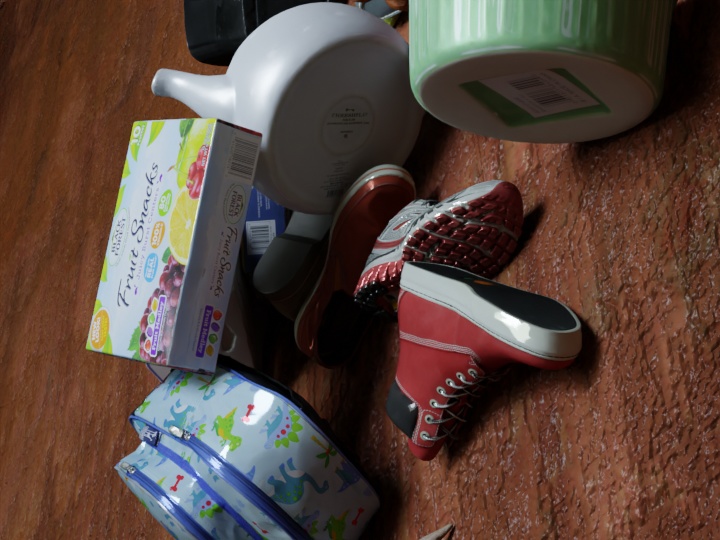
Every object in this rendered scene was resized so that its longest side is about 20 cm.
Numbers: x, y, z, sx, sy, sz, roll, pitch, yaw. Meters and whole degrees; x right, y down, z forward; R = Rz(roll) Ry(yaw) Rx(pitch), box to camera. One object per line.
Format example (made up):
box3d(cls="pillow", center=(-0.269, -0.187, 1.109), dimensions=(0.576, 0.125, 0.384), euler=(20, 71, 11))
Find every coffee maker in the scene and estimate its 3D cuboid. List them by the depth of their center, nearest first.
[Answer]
box3d(cls="coffee maker", center=(-0.122, -0.279, 1.799), dimensions=(0.200, 0.134, 0.194), euler=(6, 77, 66))

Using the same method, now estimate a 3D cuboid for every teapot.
box3d(cls="teapot", center=(-0.046, -0.156, 1.417), dimensions=(0.198, 0.200, 0.146), euler=(-46, 43, -5))

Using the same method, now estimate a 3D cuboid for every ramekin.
box3d(cls="ramekin", center=(0.126, -0.165, 1.128), dimensions=(0.200, 0.198, 0.099), euler=(-23, 58, 58))

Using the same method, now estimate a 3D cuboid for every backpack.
box3d(cls="backpack", center=(-0.090, 0.175, 1.308), dimensions=(0.147, 0.183, 0.199), euler=(-51, 29, -17))

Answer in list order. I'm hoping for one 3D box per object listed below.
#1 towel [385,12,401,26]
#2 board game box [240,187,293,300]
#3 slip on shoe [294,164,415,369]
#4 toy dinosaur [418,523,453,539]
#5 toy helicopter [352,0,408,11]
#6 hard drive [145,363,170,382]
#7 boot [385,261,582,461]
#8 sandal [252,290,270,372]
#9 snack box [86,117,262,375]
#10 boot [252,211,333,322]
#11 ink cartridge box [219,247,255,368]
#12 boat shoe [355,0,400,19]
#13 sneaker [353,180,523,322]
box3d(cls="towel", center=(0.055, -0.326, 1.609), dimensions=(0.201, 0.018, 0.086), euler=(-59, 25, 23))
box3d(cls="board game box", center=(-0.085, -0.079, 1.588), dimensions=(0.200, 0.061, 0.202), euler=(78, -172, -79))
box3d(cls="slip on shoe", center=(0.000, 0.000, 1.406), dimensions=(0.201, 0.073, 0.061), euler=(-65, 31, 21))
box3d(cls="toy dinosaur", center=(0.003, 0.275, 1.171), dimensions=(0.135, 0.085, 0.202), euler=(-35, 35, 61))
box3d(cls="toy helicopter", center=(0.044, -0.340, 1.448), dimensions=(0.200, 0.078, 0.133), euler=(-43, 61, 35))
box3d(cls="hard drive", center=(-0.177, 0.049, 1.671), dimensions=(0.025, 0.132, 0.201), euler=(-18, 47, 18))
box3d(cls="boot", center=(0.086, 0.082, 1.178), dimensions=(0.200, 0.072, 0.146), euler=(20, 103, 59))
box3d(cls="sandal", center=(-0.139, 0.074, 1.623), dimensions=(0.059, 0.079, 0.208), euler=(-38, 40, 44))
box3d(cls="snack box", center=(-0.156, -0.022, 1.324), dimensions=(0.142, 0.053, 0.202), euler=(4, 81, 54))
box3d(cls="boot", center=(-0.019, -0.040, 1.483), dimensions=(0.073, 0.076, 0.201), euler=(20, 69, 46))
box3d(cls="ink cartridge box", center=(-0.152, -0.011, 1.533), dimensions=(0.147, 0.082, 0.201), euler=(82, -179, -49))
box3d(cls="boat shoe", center=(0.057, -0.295, 1.517), dimensions=(0.200, 0.072, 0.062), euler=(-38, 34, 41))
box3d(cls="sneaker", center=(0.061, -0.031, 1.294), dimensions=(0.200, 0.077, 0.083), euler=(-31, 38, 50))
